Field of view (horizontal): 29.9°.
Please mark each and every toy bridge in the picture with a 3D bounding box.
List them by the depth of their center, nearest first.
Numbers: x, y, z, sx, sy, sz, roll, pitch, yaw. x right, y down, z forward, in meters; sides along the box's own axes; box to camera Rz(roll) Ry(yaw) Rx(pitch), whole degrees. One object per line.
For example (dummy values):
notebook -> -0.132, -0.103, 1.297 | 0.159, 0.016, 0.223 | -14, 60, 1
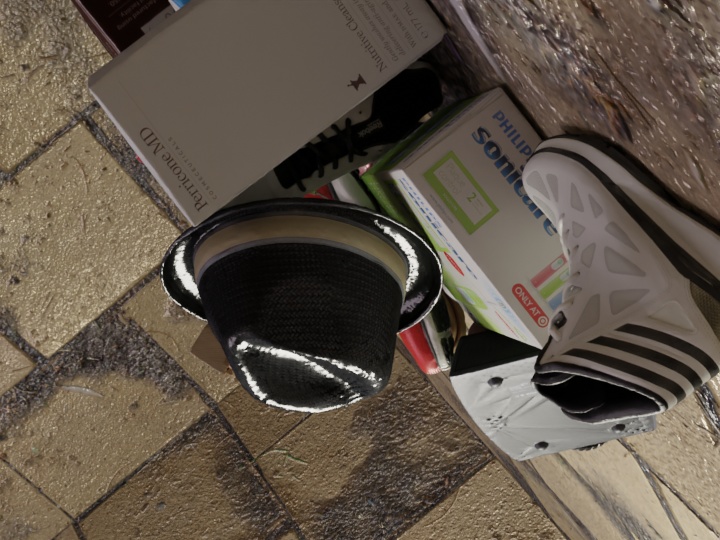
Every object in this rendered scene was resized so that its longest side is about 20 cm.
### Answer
toy bridge -> -0.079, 0.045, 1.059 | 0.067, 0.027, 0.200 | 33, -164, -3

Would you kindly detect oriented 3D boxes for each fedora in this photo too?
fedora -> -0.036, 0.035, 0.902 | 0.201, 0.200, 0.092 | 57, -156, -56

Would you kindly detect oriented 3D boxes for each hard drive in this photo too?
hard drive -> 0.151, 0.089, 1.042 | 0.200, 0.134, 0.042 | 51, -152, -57

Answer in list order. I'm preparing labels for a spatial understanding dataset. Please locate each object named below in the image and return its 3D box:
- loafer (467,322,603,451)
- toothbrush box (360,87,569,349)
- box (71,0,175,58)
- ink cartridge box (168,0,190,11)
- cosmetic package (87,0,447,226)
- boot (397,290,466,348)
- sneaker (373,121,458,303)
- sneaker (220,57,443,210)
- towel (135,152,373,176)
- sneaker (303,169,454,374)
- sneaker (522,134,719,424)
loafer -> 0.165, 0.090, 1.171 | 0.200, 0.073, 0.071 | 36, -164, -38
toothbrush box -> 0.086, -0.035, 0.915 | 0.146, 0.086, 0.200 | 51, 175, -7
box -> -0.133, -0.216, 1.149 | 0.164, 0.166, 0.200 | 50, 176, 2
ink cartridge box -> -0.064, -0.189, 0.969 | 0.068, 0.116, 0.200 | 48, 175, 40
cosmetic package -> -0.062, -0.133, 0.851 | 0.113, 0.200, 0.081 | 51, 176, -17
boot -> -0.012, 0.015, 1.128 | 0.175, 0.066, 0.200 | 55, -151, 12
sneaker -> 0.077, -0.030, 1.096 | 0.199, 0.080, 0.130 | 41, 168, -3
sneaker -> -0.029, -0.094, 0.925 | 0.080, 0.200, 0.074 | 31, 157, 54
towel -> -0.085, -0.088, 1.194 | 0.144, 0.199, 0.023 | 47, -135, -83
sneaker -> 0.000, 0.000, 1.028 | 0.200, 0.085, 0.077 | 56, -170, 8
sneaker -> 0.116, 0.004, 0.709 | 0.076, 0.115, 0.201 | 53, 176, -36
